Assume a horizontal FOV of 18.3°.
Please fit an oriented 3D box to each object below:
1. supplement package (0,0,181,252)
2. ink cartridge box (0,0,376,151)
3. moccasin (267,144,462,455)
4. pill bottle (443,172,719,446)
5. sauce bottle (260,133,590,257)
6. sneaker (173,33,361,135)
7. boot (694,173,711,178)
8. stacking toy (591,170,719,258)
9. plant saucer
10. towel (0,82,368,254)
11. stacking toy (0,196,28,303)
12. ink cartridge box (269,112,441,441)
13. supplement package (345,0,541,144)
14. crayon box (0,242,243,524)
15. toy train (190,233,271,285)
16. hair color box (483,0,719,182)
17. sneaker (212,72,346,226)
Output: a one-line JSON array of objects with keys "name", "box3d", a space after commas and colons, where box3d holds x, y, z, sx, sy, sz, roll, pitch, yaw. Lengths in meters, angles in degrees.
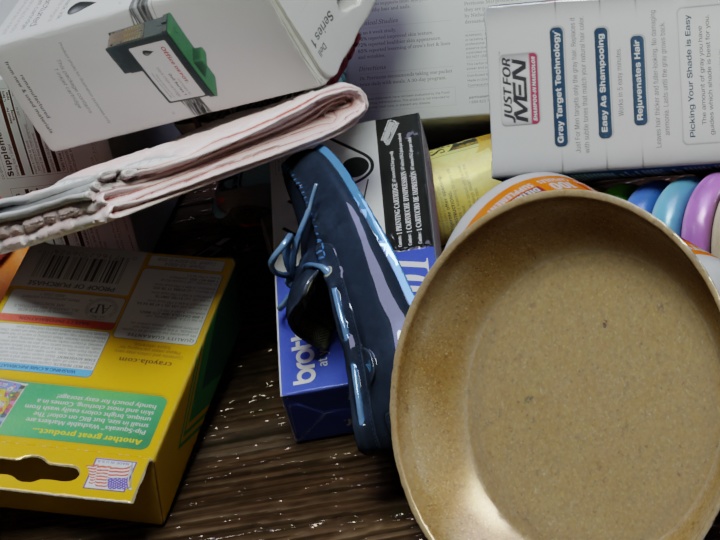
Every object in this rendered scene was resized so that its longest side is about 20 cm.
[{"name": "supplement package", "box3d": [-0.229, -0.101, 1.502, 0.199, 0.148, 0.191, -5, 29, 16]}, {"name": "ink cartridge box", "box3d": [-0.095, -0.160, 1.301, 0.199, 0.084, 0.146, -12, 35, 31]}, {"name": "moccasin", "box3d": [-0.011, 0.011, 1.174, 0.068, 0.081, 0.200, -25, 46, -2]}, {"name": "pill bottle", "box3d": [0.135, 0.031, 1.136, 0.113, 0.113, 0.200, -25, 33, -22]}, {"name": "sauce bottle", "box3d": [0.039, -0.041, 1.364, 0.199, 0.066, 0.066, -15, 28, -6]}, {"name": "sneaker", "box3d": [-0.075, -0.121, 1.376, 0.200, 0.075, 0.081, -9, 43, 54]}, {"name": "boot", "box3d": [0.216, -0.131, 1.295, 0.174, 0.200, 0.069, 30, 3, 10]}, {"name": "stacking toy", "box3d": [0.149, -0.016, 1.272, 0.199, 0.086, 0.085, 1, 30, 39]}, {"name": "plant saucer", "box3d": [0.101, 0.063, 1.052, 0.200, 0.201, 0.035, 13, 4, 40]}, {"name": "towel", "box3d": [-0.122, -0.054, 1.256, 0.191, 0.032, 0.200, -23, 7, -38]}, {"name": "stacking toy", "box3d": [-0.267, -0.039, 1.348, 0.146, 0.201, 0.146, -10, 28, 5]}, {"name": "ink cartridge box", "box3d": [0.000, 0.000, 1.265, 0.094, 0.044, 0.200, -10, 47, 6]}, {"name": "supplement package", "box3d": [0.080, -0.190, 1.429, 0.151, 0.201, 0.151, -3, -3, 18]}, {"name": "crayon box", "box3d": [-0.151, 0.069, 1.221, 0.125, 0.052, 0.200, 5, 39, 12]}, {"name": "toy train", "box3d": [-0.137, 0.029, 1.344, 0.200, 0.034, 0.046, -33, 31, -32]}, {"name": "hair color box", "box3d": [0.173, -0.104, 1.249, 0.199, 0.100, 0.061, -3, -3, 16]}, {"name": "sneaker", "box3d": [-0.056, -0.101, 1.483, 0.079, 0.096, 0.200, -4, 29, 18]}]
